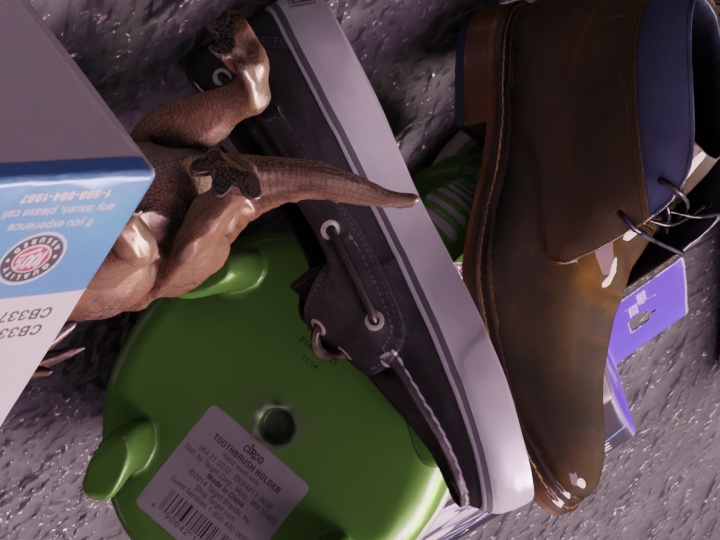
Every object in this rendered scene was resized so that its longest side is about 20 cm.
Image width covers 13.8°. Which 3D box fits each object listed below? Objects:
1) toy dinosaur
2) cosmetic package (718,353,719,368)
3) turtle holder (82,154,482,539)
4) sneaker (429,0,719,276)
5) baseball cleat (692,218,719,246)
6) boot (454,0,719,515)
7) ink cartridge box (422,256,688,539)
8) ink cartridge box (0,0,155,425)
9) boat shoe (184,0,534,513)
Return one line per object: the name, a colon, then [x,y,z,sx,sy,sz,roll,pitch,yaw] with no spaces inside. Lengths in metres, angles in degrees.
toy dinosaur: [-0.088,-0.009,1.005,0.199,0.086,0.136,-12,145,-22]
cosmetic package: [0.248,0.021,1.489,0.107,0.085,0.200,-27,157,-9]
turtle holder: [-0.021,0.039,1.167,0.132,0.140,0.187,-7,107,-80]
sneaker: [0.093,-0.040,1.196,0.077,0.089,0.200,32,104,-28]
baseball cleat: [0.173,-0.063,1.308,0.200,0.070,0.106,-43,153,8]
boot: [0.093,-0.014,1.111,0.096,0.201,0.075,-13,164,27]
ink cartridge box: [0.072,0.074,1.336,0.199,0.044,0.198,-33,170,3]
ink cartridge box: [-0.189,0.000,0.840,0.146,0.146,0.200,-6,139,-48]
boat shoe: [0.000,0.000,1.062,0.056,0.201,0.069,-25,179,-7]
